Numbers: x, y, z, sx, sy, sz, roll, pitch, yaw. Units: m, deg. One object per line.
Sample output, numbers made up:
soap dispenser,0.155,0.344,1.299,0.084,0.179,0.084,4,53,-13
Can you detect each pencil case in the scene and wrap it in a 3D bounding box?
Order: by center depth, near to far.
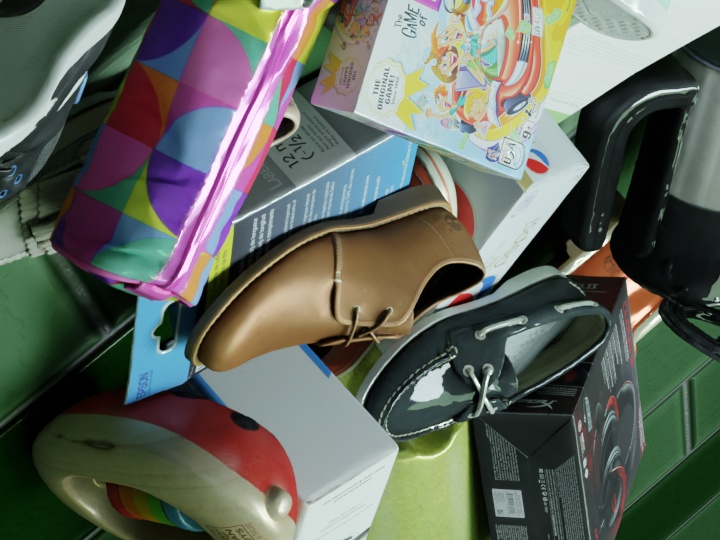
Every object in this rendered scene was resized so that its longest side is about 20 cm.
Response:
pencil case,-0.077,-0.081,1.147,0.201,0.088,0.088,-64,154,4

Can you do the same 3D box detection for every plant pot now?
plant pot,0.017,0.140,1.640,0.200,0.200,0.185,-31,143,-26

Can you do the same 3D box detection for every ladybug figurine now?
ladybug figurine,-0.110,0.119,1.402,0.136,0.199,0.072,52,58,-40

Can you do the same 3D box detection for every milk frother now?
milk frother,0.256,-0.052,1.603,0.180,0.200,0.189,-22,136,-38

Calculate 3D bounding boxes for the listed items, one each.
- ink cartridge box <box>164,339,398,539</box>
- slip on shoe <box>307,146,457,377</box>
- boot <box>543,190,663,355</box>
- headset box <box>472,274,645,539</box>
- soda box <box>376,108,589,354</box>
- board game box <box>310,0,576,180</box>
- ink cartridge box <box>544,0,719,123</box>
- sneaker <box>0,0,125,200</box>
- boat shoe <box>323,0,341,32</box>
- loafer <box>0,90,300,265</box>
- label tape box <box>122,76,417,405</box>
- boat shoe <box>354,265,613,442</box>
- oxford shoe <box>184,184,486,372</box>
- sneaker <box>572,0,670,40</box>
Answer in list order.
ink cartridge box,-0.069,0.141,1.525,0.084,0.146,0.201,-29,154,-33
slip on shoe,0.000,0.000,1.496,0.061,0.074,0.200,-13,148,-45
boot,0.150,0.046,1.749,0.200,0.107,0.075,-41,-173,1
headset box,0.145,0.105,1.649,0.200,0.074,0.150,-60,146,-55
soda box,0.063,-0.026,1.516,0.063,0.068,0.200,-22,158,-40
board game box,0.059,-0.160,1.196,0.134,0.034,0.201,17,90,-45
ink cartridge box,0.141,-0.150,1.495,0.199,0.048,0.145,-29,163,25
sneaker,-0.175,-0.059,1.040,0.200,0.073,0.112,-48,169,-49
boat shoe,0.024,-0.137,1.313,0.057,0.067,0.200,-31,155,13
loafer,-0.121,-0.055,1.209,0.199,0.063,0.072,-34,155,-21
label tape box,-0.065,-0.022,1.357,0.199,0.066,0.144,-28,153,-26
boat shoe,0.082,0.059,1.520,0.199,0.060,0.076,-33,137,-30
oxford shoe,-0.010,0.015,1.341,0.199,0.071,0.072,-26,153,-30
sneaker,0.117,-0.224,1.324,0.200,0.073,0.119,31,70,-47
